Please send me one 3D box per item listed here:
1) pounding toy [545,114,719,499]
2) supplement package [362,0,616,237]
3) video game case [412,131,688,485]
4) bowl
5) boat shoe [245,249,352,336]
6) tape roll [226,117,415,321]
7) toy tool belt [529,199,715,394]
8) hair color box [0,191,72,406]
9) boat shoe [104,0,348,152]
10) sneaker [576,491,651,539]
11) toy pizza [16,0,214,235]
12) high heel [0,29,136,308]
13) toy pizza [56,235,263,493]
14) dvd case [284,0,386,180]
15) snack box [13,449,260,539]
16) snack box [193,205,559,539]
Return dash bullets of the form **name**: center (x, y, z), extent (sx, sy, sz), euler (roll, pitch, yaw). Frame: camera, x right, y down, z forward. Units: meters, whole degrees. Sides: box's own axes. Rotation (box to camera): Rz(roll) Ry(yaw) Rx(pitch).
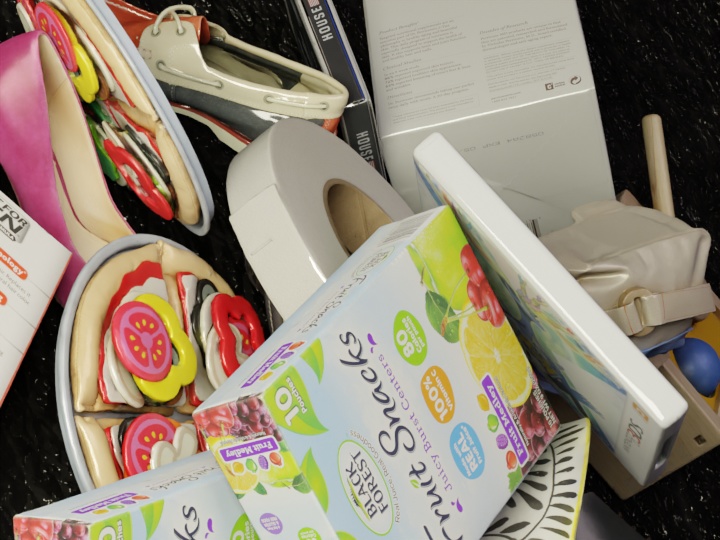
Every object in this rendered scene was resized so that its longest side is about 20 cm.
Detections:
- **pounding toy**: center (0.211, 0.023, 1.449), extent (0.184, 0.142, 0.200), euler (48, 31, -11)
- **supplement package**: center (0.091, -0.133, 1.377), extent (0.151, 0.150, 0.201), euler (70, 11, -49)
- **video game case**: center (0.104, 0.027, 1.074), extent (0.200, 0.022, 0.182), euler (49, -7, 15)
- **bowl**: center (0.067, 0.175, 1.107), extent (0.093, 0.202, 0.201), euler (12, 36, 4)
- **boat shoe**: center (-0.040, -0.006, 1.204), extent (0.072, 0.064, 0.201), euler (46, 28, -33)
- **tape roll**: center (0.000, 0.000, 1.120), extent (0.203, 0.037, 0.203), euler (45, 21, -23)
- **toy tool belt**: center (0.148, 0.038, 1.266), extent (0.199, 0.124, 0.124), euler (-19, 31, -40)
- **hair color box**: center (-0.219, 0.033, 0.918), extent (0.101, 0.061, 0.201), euler (43, 33, -19)
- **boat shoe**: center (-0.103, -0.131, 1.192), extent (0.199, 0.063, 0.071), euler (28, 39, 0)
- **sneaker**: center (0.192, 0.203, 1.310), extent (0.199, 0.075, 0.107), euler (5, 58, -51)
- **toy pizza**: center (-0.149, -0.101, 1.085), extent (0.201, 0.032, 0.200), euler (53, -13, 17)
- **high heel**: center (-0.144, -0.039, 1.059), extent (0.200, 0.096, 0.067), euler (49, 31, -9)
- **toy pizza**: center (-0.090, 0.076, 1.026), extent (0.200, 0.031, 0.202), euler (38, 44, -48)
- **dvd case**: center (-0.024, -0.146, 1.313), extent (0.151, 0.025, 0.201), euler (76, -5, -58)
- **snack box**: center (-0.081, 0.168, 0.927), extent (0.199, 0.053, 0.144), euler (-12, 100, -58)
- **snack box**: center (0.016, 0.076, 0.965), extent (0.200, 0.053, 0.143), euler (-44, 110, -49)
